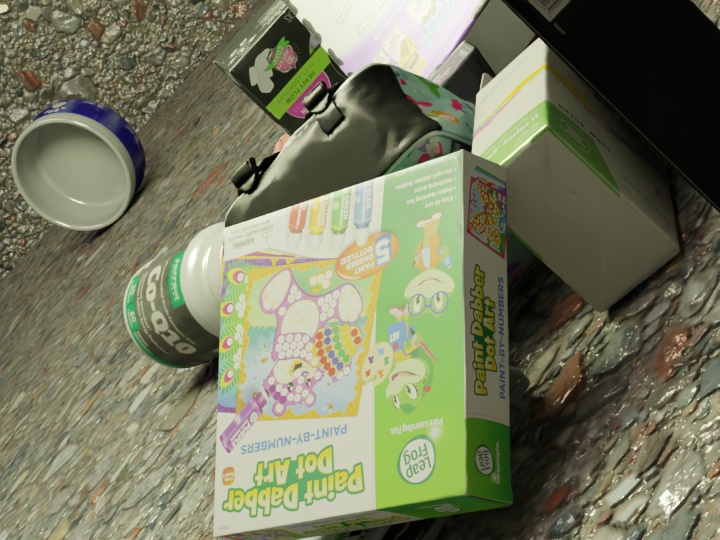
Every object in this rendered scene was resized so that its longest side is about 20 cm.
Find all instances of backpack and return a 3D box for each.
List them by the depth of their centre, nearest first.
[{"bbox_3d":[0.033,-0.033,1.188,0.178,0.151,0.200,-47,-25,18],"label":"backpack"}]

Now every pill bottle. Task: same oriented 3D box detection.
[{"bbox_3d":[-0.130,0.019,1.616,0.200,0.113,0.113,-26,27,56],"label":"pill bottle"}]

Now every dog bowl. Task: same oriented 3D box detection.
[{"bbox_3d":[-0.443,-0.167,2.774,0.200,0.200,0.079,-38,15,32],"label":"dog bowl"}]

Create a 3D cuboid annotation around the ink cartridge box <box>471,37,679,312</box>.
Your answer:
[{"bbox_3d":[0.133,-0.074,1.106,0.067,0.117,0.200,-42,17,23],"label":"ink cartridge box"}]

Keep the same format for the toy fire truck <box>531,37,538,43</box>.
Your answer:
[{"bbox_3d":[0.083,-0.213,1.429,0.176,0.200,0.129,-38,19,34],"label":"toy fire truck"}]

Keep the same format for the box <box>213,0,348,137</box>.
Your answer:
[{"bbox_3d":[-0.005,-0.167,1.559,0.149,0.200,0.124,-47,16,1],"label":"box"}]

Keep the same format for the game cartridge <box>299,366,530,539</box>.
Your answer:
[{"bbox_3d":[0.014,0.140,1.071,0.200,0.040,0.133,-53,12,-17],"label":"game cartridge"}]

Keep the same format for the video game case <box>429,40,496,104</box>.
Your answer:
[{"bbox_3d":[0.043,-0.058,1.310,0.200,0.143,0.019,-48,53,-3],"label":"video game case"}]

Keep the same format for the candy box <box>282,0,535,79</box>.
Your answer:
[{"bbox_3d":[0.045,-0.220,1.352,0.168,0.071,0.200,-55,49,22],"label":"candy box"}]

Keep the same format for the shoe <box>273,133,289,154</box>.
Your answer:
[{"bbox_3d":[-0.032,-0.167,1.882,0.091,0.071,0.200,-27,29,42],"label":"shoe"}]

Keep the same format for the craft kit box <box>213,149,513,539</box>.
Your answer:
[{"bbox_3d":[-0.002,0.050,1.019,0.200,0.048,0.198,-17,68,40],"label":"craft kit box"}]

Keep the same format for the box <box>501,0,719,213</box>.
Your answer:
[{"bbox_3d":[0.159,-0.140,1.040,0.079,0.200,0.141,-46,16,9],"label":"box"}]
